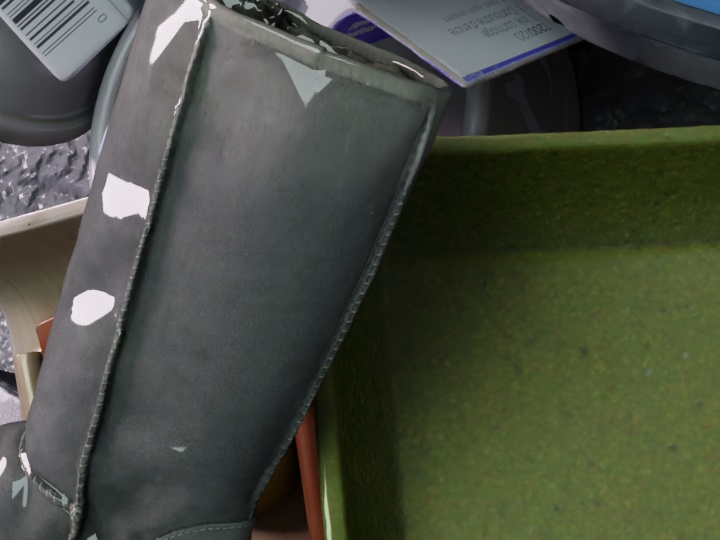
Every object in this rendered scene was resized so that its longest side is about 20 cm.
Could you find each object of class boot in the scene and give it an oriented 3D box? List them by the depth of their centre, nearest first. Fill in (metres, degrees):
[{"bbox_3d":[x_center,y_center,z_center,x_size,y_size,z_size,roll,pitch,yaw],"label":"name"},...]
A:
[{"bbox_3d":[-0.077,0.010,0.691,0.181,0.073,0.201,20,110,21],"label":"boot"}]

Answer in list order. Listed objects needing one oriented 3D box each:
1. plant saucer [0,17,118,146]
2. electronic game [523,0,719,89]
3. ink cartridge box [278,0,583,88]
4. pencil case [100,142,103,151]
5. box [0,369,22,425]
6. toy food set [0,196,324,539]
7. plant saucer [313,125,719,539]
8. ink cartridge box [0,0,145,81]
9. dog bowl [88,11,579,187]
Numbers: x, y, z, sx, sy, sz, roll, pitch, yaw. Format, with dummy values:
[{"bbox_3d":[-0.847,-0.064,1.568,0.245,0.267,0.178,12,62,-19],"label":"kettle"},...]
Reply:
[{"bbox_3d":[-0.159,-0.143,0.947,0.050,0.200,0.201,-38,60,27],"label":"plant saucer"},{"bbox_3d":[0.127,-0.103,0.788,0.200,0.199,0.042,30,119,32],"label":"electronic game"},{"bbox_3d":[0.008,-0.131,0.850,0.200,0.198,0.044,40,126,19],"label":"ink cartridge box"},{"bbox_3d":[0.000,0.000,0.814,0.091,0.083,0.200,-40,72,-3],"label":"pencil case"},{"bbox_3d":[-0.053,0.126,0.854,0.199,0.122,0.107,23,91,33],"label":"box"},{"bbox_3d":[-0.060,0.074,0.752,0.143,0.060,0.201,-14,80,28],"label":"toy food set"},{"bbox_3d":[0.084,0.059,0.716,0.198,0.048,0.201,-3,71,-8],"label":"plant saucer"},{"bbox_3d":[-0.148,-0.171,0.883,0.043,0.200,0.196,-41,100,11],"label":"ink cartridge box"},{"bbox_3d":[-0.018,-0.051,0.927,0.199,0.059,0.201,-8,72,27],"label":"dog bowl"}]
